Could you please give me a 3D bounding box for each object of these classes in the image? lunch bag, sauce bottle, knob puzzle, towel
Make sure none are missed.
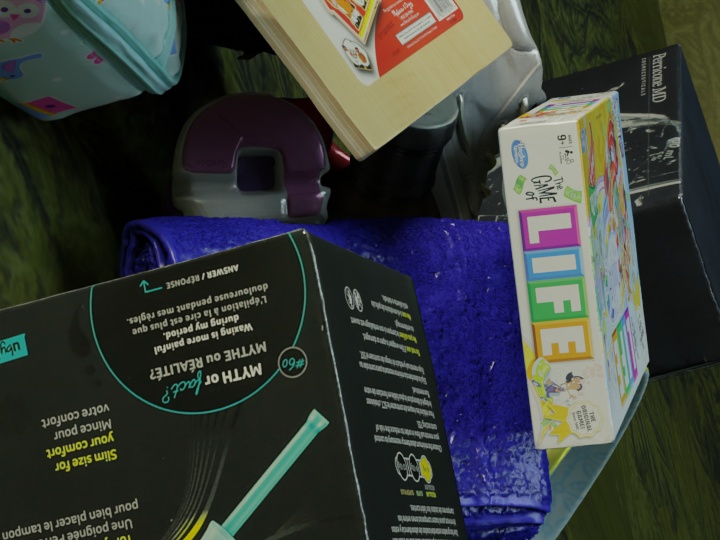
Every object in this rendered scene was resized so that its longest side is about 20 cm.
[{"bbox_3d":[-0.127,-0.167,0.957,0.160,0.077,0.200,41,38,-66],"label":"lunch bag"},{"bbox_3d":[0.000,0.000,1.116,0.065,0.065,0.200,-86,-170,-48],"label":"sauce bottle"},{"bbox_3d":[-0.031,-0.147,1.037,0.220,0.030,0.220,37,35,-31],"label":"knob puzzle"},{"bbox_3d":[-0.004,0.050,1.020,0.200,0.050,0.148,-1,88,-36],"label":"towel"}]

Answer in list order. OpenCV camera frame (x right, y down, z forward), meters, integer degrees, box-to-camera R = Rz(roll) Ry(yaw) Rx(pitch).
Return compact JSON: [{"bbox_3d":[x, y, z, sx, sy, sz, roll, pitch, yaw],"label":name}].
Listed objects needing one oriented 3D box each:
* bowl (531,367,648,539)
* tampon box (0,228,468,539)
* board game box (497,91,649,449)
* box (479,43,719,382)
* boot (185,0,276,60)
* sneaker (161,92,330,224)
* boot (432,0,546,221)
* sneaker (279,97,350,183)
[{"bbox_3d":[0.048,0.103,1.265,0.108,0.200,0.200,34,9,12],"label":"bowl"},{"bbox_3d":[-0.047,0.106,0.867,0.126,0.150,0.200,21,57,-70],"label":"tampon box"},{"bbox_3d":[0.098,-0.006,1.096,0.200,0.034,0.135,-37,121,-77],"label":"board game box"},{"bbox_3d":[0.119,-0.021,1.505,0.200,0.196,0.124,-80,153,-58],"label":"box"},{"bbox_3d":[-0.021,-0.110,1.185,0.200,0.077,0.138,32,22,-4],"label":"boot"},{"bbox_3d":[-0.052,0.025,1.081,0.088,0.080,0.200,171,-83,-71],"label":"sneaker"},{"bbox_3d":[0.051,-0.058,1.164,0.074,0.096,0.200,28,-45,56],"label":"boot"},{"bbox_3d":[-0.010,-0.007,1.230,0.077,0.085,0.200,-88,159,-43],"label":"sneaker"}]
